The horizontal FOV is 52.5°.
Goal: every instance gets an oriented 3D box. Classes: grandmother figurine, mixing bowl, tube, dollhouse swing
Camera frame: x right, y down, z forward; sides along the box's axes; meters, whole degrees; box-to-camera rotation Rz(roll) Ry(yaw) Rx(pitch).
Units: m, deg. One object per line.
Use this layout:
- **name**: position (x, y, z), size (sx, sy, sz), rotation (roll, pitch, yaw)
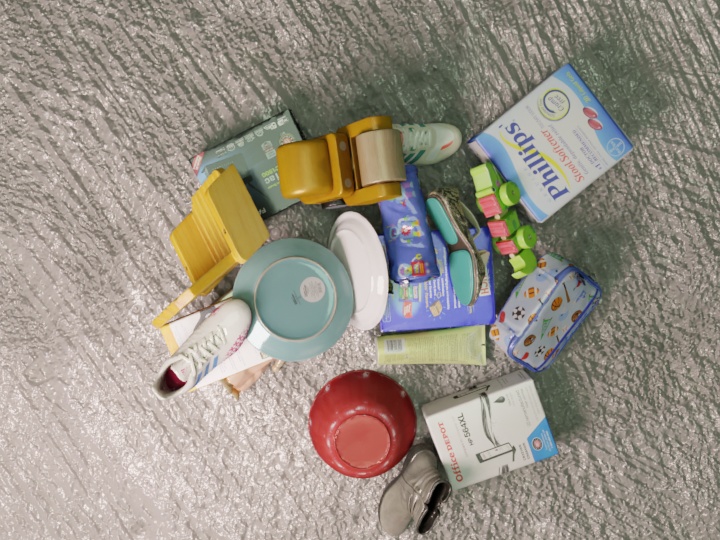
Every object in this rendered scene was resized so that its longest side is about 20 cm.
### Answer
- **grandmother figurine**: position (-0.160, 0.137, 1.278), size (0.200, 0.121, 0.061), rotation (-40, 68, -10)
- **mixing bowl**: position (0.003, 0.284, 1.283), size (0.199, 0.108, 0.201), rotation (0, 95, 1)
- **tube**: position (0.126, 0.138, 1.301), size (0.199, 0.052, 0.058), rotation (-4, 137, -3)
- **dollhouse swing**: position (-0.272, -0.035, 1.156), size (0.175, 0.200, 0.182), rotation (-26, 88, -35)

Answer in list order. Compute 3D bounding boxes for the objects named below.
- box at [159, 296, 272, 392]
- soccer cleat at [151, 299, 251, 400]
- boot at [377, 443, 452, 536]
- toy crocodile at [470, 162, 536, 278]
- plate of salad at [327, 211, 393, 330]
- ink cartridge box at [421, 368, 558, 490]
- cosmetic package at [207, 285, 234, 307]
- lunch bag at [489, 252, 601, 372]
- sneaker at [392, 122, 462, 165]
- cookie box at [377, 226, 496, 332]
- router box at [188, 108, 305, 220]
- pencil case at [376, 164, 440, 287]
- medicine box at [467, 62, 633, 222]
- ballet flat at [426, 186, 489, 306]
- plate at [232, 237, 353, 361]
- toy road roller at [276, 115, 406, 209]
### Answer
- **box**: position (-0.214, 0.108, 1.202), size (0.199, 0.041, 0.120), rotation (-22, 95, 0)
- **soccer cleat**: position (-0.245, 0.129, 1.130), size (0.070, 0.086, 0.200), rotation (43, 102, 1)
- **boot**: position (0.090, 0.412, 1.267), size (0.067, 0.131, 0.201), rotation (16, 110, -14)
- **toy crocodile**: position (0.234, -0.082, 1.201), size (0.062, 0.067, 0.201), rotation (-36, 108, -39)
- **plate of salad**: position (0.000, 0.000, 1.227), size (0.048, 0.200, 0.201), rotation (-9, 96, -30)
- **ink cartridge box**: position (0.226, 0.282, 1.292), size (0.199, 0.084, 0.147), rotation (-21, 95, 2)
- **cosmetic package**: position (-0.176, 0.048, 1.265), size (0.200, 0.103, 0.087), rotation (-38, 95, 5)
- **lunch bag**: position (0.323, 0.073, 1.250), size (0.160, 0.076, 0.200), rotation (32, 98, -43)
- **sneaker**: position (0.077, -0.215, 1.242), size (0.199, 0.093, 0.071), rotation (-3, 95, 1)
- **cookie box**: position (0.128, 0.016, 1.271), size (0.199, 0.075, 0.172), rotation (-4, 92, 1)
- **router box**: position (-0.175, -0.167, 1.263), size (0.199, 0.062, 0.150), rotation (-27, 96, 3)
- **pencil case**: position (0.071, -0.071, 1.195), size (0.086, 0.078, 0.201), rotation (-12, 84, 9)
- **medicine box**: position (0.317, -0.211, 1.236), size (0.200, 0.103, 0.182), rotation (-39, 94, 3)
- **ballet flat**: position (0.172, -0.045, 1.200), size (0.075, 0.068, 0.201), rotation (-24, 98, -30)
- **plate**: position (-0.106, 0.046, 1.176), size (0.199, 0.026, 0.201), rotation (1, 86, -14)
- **toy road roller**: position (-0.040, -0.161, 1.139), size (0.146, 0.200, 0.124), rotation (-9, 90, -43)
